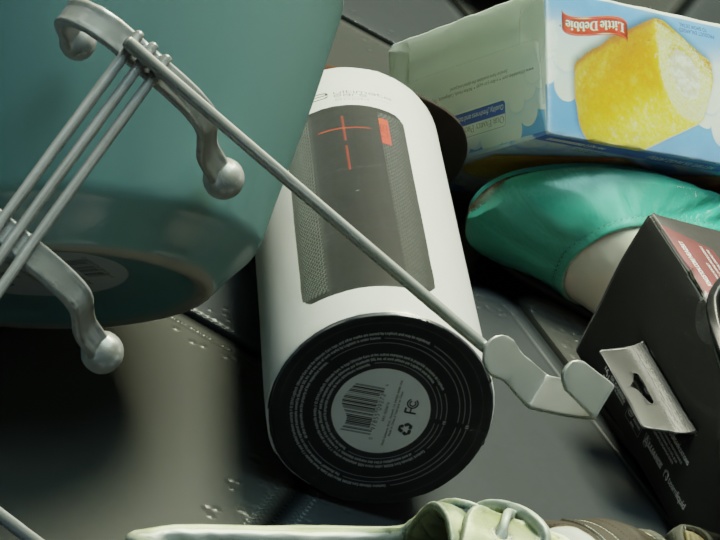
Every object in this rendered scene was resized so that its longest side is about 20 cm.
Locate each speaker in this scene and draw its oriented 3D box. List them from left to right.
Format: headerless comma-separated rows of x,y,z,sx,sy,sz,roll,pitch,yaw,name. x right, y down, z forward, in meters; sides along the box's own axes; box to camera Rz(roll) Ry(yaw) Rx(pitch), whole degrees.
0.000,0.000,0.953,0.081,0.081,0.200,19,27,-14,speaker

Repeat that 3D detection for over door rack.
-0.049,0.038,0.748,0.200,0.148,0.067,37,-16,-11,over door rack

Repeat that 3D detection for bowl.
-0.105,-0.043,0.847,0.201,0.201,0.105,9,72,-32,bowl

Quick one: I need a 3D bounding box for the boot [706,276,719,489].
0.156,0.103,0.805,0.070,0.132,0.200,-25,58,-2,boot

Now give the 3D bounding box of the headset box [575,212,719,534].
0.190,0.061,1.013,0.200,0.077,0.149,12,29,-25,headset box

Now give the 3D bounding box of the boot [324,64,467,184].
-0.063,-0.105,1.117,0.186,0.064,0.200,11,25,-24,boot

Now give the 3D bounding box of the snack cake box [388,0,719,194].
0.125,-0.069,1.145,0.200,0.067,0.115,7,-13,-34,snack cake box

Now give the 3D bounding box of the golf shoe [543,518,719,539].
0.081,0.138,0.781,0.094,0.078,0.200,17,16,-11,golf shoe

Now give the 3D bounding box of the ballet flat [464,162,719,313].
0.140,-0.003,1.106,0.200,0.067,0.070,5,46,-33,ballet flat

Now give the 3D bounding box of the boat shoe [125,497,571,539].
0.029,0.094,0.692,0.200,0.062,0.072,-3,9,-21,boat shoe
